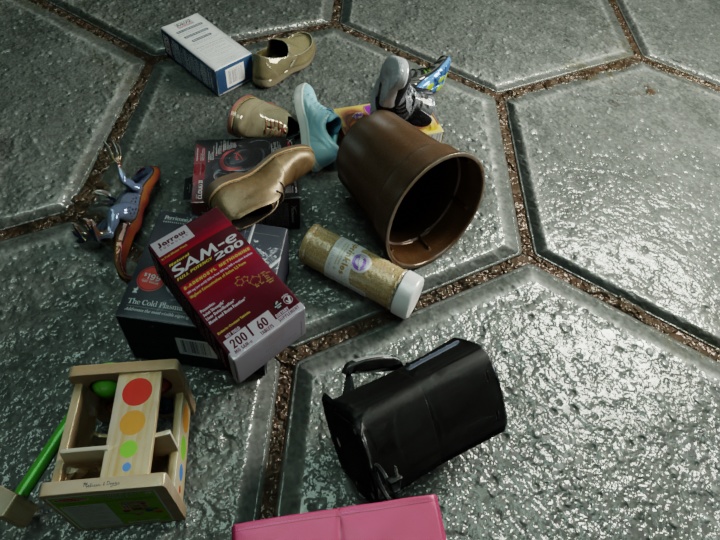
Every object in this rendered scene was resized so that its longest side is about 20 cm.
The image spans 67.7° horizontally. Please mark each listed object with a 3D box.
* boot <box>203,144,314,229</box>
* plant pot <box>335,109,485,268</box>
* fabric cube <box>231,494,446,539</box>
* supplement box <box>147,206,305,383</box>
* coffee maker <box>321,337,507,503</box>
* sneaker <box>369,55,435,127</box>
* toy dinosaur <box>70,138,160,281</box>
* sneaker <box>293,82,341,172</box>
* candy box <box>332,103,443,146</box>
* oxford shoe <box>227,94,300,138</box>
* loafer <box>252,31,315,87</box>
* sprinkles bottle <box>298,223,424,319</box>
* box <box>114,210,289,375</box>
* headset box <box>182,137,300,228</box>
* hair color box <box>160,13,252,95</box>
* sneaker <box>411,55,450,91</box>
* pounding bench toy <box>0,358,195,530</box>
[{"bbox_3d":[-0.133,-0.123,0.808,0.075,0.075,0.198,41,55,21],"label":"boot"},{"bbox_3d":[0.068,-0.149,0.880,0.196,0.205,0.199,-24,51,-22],"label":"plant pot"},{"bbox_3d":[-0.013,0.349,0.488,0.192,0.199,0.205,-4,52,-9],"label":"fabric cube"},{"bbox_3d":[-0.166,0.024,0.670,0.107,0.062,0.200,-34,63,-26],"label":"supplement box"},{"bbox_3d":[0.076,0.181,0.640,0.194,0.139,0.192,-21,32,-21],"label":"coffee maker"},{"bbox_3d":[0.083,-0.305,0.931,0.109,0.200,0.079,4,86,-10],"label":"sneaker"},{"bbox_3d":[-0.383,-0.101,0.886,0.204,0.103,0.181,58,44,-10],"label":"toy dinosaur"},{"bbox_3d":[-0.073,-0.281,1.017,0.079,0.074,0.206,-19,64,14],"label":"sneaker"},{"bbox_3d":[0.051,-0.272,1.048,0.193,0.057,0.119,-13,54,-16],"label":"candy box"},{"bbox_3d":[-0.168,-0.269,0.967,0.073,0.073,0.200,23,24,12],"label":"oxford shoe"},{"bbox_3d":[-0.162,-0.470,1.165,0.074,0.069,0.202,25,55,13],"label":"loafer"},{"bbox_3d":[0.000,0.000,0.831,0.195,0.069,0.069,27,54,15],"label":"sprinkles bottle"},{"bbox_3d":[-0.211,0.029,0.764,0.192,0.106,0.187,7,51,-1],"label":"box"},{"bbox_3d":[-0.203,-0.147,0.914,0.192,0.076,0.153,-4,54,-9],"label":"headset box"},{"bbox_3d":[-0.327,-0.464,1.147,0.099,0.061,0.199,-36,65,-29],"label":"hair color box"},{"bbox_3d":[0.127,-0.412,1.149,0.082,0.072,0.199,39,61,15],"label":"sneaker"},{"bbox_3d":[-0.302,0.194,0.618,0.192,0.126,0.160,-3,53,-8],"label":"pounding bench toy"}]
